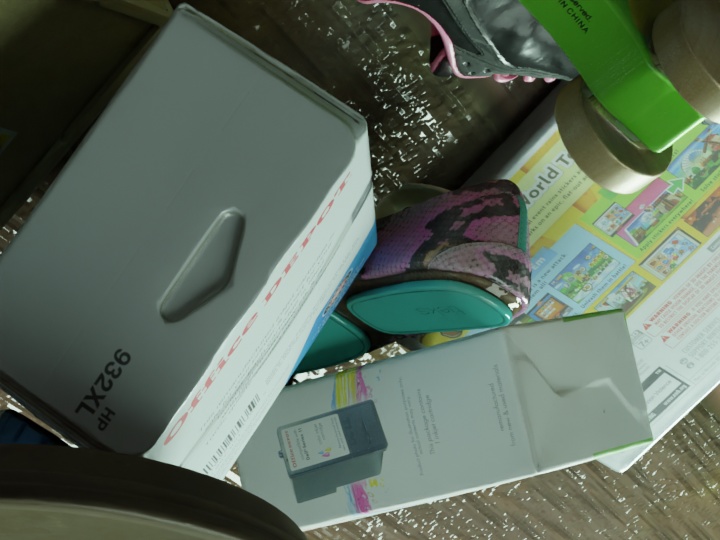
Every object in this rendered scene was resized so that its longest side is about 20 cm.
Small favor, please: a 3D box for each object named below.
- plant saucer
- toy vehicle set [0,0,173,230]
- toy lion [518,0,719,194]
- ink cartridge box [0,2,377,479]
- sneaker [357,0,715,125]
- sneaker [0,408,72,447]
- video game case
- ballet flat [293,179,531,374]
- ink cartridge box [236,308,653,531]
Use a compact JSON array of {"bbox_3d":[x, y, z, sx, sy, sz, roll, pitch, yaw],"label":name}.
[{"bbox_3d":[-0.101,0.104,0.775,0.198,0.030,0.200,3,154,1],"label":"plant saucer"},{"bbox_3d":[-0.175,-0.047,0.839,0.200,0.027,0.124,-46,146,23],"label":"toy vehicle set"},{"bbox_3d":[0.087,-0.136,0.820,0.200,0.192,0.069,40,129,-16],"label":"toy lion"},{"bbox_3d":[-0.065,0.005,0.843,0.146,0.083,0.200,-56,173,-8],"label":"ink cartridge box"},{"bbox_3d":[0.074,-0.106,0.908,0.199,0.079,0.095,28,126,-32],"label":"sneaker"},{"bbox_3d":[-0.153,0.099,0.889,0.075,0.199,0.087,46,71,-36],"label":"sneaker"},{"bbox_3d":[0.128,-0.006,1.092,0.181,0.023,0.200,30,117,-27],"label":"video game case"},{"bbox_3d":[0.000,0.000,0.994,0.199,0.072,0.069,-14,140,43],"label":"ballet flat"},{"bbox_3d":[0.020,0.076,1.045,0.199,0.068,0.117,-17,174,34],"label":"ink cartridge box"}]
